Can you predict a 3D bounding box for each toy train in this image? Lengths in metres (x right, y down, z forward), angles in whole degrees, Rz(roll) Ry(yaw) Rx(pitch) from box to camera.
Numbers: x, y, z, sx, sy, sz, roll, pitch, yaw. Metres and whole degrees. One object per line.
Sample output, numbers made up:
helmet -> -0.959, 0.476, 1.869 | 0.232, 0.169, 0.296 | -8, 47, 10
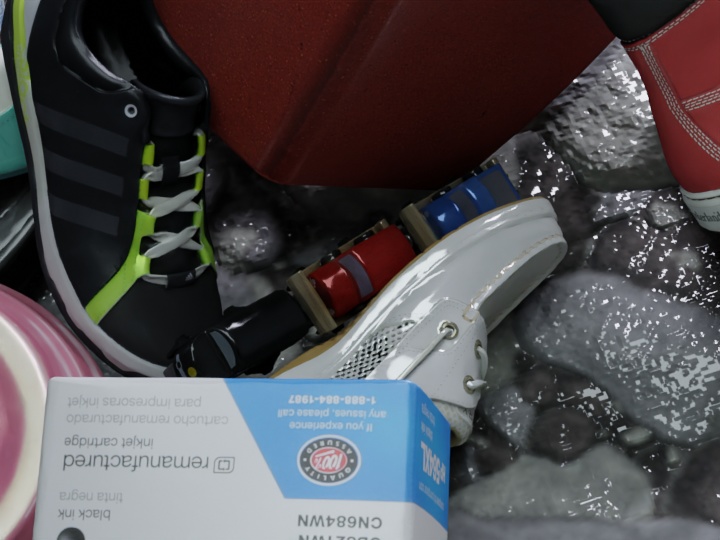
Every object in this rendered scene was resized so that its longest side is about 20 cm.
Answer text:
toy train -> 0.000, 0.000, 0.889 | 0.200, 0.046, 0.034 | -31, 85, -32

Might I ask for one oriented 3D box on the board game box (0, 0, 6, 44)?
board game box -> -0.237, -0.178, 1.029 | 0.159, 0.097, 0.200 | 23, 50, 23

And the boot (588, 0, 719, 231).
boot -> 0.192, -0.129, 0.869 | 0.200, 0.144, 0.072 | -35, 18, -19

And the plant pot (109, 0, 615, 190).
plant pot -> -0.001, -0.145, 0.916 | 0.200, 0.200, 0.176 | 43, 116, 30

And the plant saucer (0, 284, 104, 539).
plant saucer -> -0.197, 0.079, 0.839 | 0.200, 0.051, 0.201 | 0, 59, -1

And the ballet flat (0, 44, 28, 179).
ballet flat -> -0.206, -0.069, 0.916 | 0.200, 0.070, 0.067 | -16, 48, 1

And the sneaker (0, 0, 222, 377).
sneaker -> -0.098, -0.048, 0.869 | 0.072, 0.083, 0.200 | -19, 88, -42

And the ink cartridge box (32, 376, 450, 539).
ink cartridge box -> -0.046, 0.146, 0.762 | 0.146, 0.084, 0.200 | -1, 74, 10

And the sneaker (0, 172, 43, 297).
sneaker -> -0.187, -0.030, 0.961 | 0.104, 0.060, 0.200 | 32, 69, 23

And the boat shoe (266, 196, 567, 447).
boat shoe -> 0.023, 0.048, 0.871 | 0.200, 0.071, 0.069 | -39, 68, -16
